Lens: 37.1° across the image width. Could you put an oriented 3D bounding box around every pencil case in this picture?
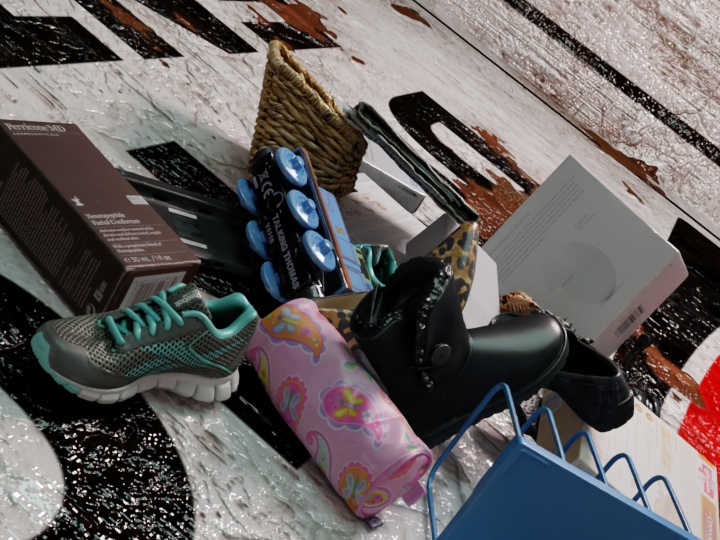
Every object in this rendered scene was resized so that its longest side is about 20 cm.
[{"bbox_3d":[-0.020,0.118,0.926,0.087,0.088,0.200,2,40,-53],"label":"pencil case"}]

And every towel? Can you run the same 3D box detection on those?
[{"bbox_3d":[0.057,-0.125,1.265,0.193,0.035,0.200,45,5,-6],"label":"towel"}]

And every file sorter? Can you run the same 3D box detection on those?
[{"bbox_3d":[0.172,0.213,0.941,0.198,0.140,0.123,30,22,-13],"label":"file sorter"}]

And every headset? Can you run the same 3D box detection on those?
[{"bbox_3d":[0.324,0.152,1.335,0.123,0.095,0.200,37,34,4],"label":"headset"}]

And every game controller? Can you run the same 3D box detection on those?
[{"bbox_3d":[-0.182,-0.044,1.080,0.198,0.042,0.106,16,44,-39],"label":"game controller"}]

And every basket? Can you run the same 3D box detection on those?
[{"bbox_3d":[-0.056,-0.183,1.292,0.140,0.152,0.200,11,15,-8],"label":"basket"}]

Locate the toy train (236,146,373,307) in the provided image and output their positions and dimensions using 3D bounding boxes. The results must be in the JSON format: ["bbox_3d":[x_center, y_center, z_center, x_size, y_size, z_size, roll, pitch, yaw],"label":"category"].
[{"bbox_3d":[-0.059,-0.036,1.110,0.114,0.086,0.203,27,36,-51],"label":"toy train"}]

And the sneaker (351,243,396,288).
[{"bbox_3d":[0.000,0.000,1.170,0.077,0.092,0.201,9,34,-48],"label":"sneaker"}]

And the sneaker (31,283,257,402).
[{"bbox_3d":[-0.160,0.046,0.832,0.198,0.092,0.078,5,36,-51],"label":"sneaker"}]

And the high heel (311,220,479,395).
[{"bbox_3d":[0.032,0.010,1.047,0.142,0.202,0.071,37,-9,-32],"label":"high heel"}]

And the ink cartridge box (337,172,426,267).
[{"bbox_3d":[0.013,-0.048,1.347,0.173,0.044,0.199,40,23,16],"label":"ink cartridge box"}]

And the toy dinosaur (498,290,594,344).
[{"bbox_3d":[0.192,0.074,1.274,0.136,0.102,0.200,46,13,14],"label":"toy dinosaur"}]

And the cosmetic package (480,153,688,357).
[{"bbox_3d":[0.287,-0.002,1.415,0.200,0.199,0.123,48,6,26],"label":"cosmetic package"}]

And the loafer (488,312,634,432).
[{"bbox_3d":[0.197,0.085,1.071,0.067,0.071,0.200,-25,34,-21],"label":"loafer"}]

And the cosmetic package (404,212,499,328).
[{"bbox_3d":[0.103,0.036,1.218,0.102,0.074,0.201,43,26,-21],"label":"cosmetic package"}]

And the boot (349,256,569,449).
[{"bbox_3d":[0.095,0.055,0.968,0.077,0.198,0.170,48,-17,49],"label":"boot"}]

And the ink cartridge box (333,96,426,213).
[{"bbox_3d":[-0.005,-0.187,1.592,0.198,0.041,0.201,26,24,-22],"label":"ink cartridge box"}]

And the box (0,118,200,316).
[{"bbox_3d":[-0.242,-0.043,0.935,0.200,0.076,0.100,43,24,21],"label":"box"}]

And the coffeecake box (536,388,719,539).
[{"bbox_3d":[0.274,0.214,1.097,0.199,0.073,0.154,40,35,-12],"label":"coffeecake box"}]

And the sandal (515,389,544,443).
[{"bbox_3d":[0.216,0.199,1.161,0.201,0.048,0.076,46,28,-13],"label":"sandal"}]
